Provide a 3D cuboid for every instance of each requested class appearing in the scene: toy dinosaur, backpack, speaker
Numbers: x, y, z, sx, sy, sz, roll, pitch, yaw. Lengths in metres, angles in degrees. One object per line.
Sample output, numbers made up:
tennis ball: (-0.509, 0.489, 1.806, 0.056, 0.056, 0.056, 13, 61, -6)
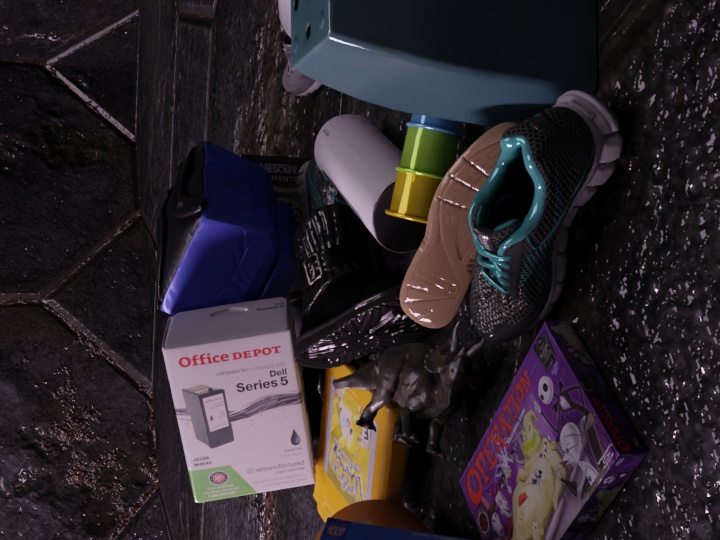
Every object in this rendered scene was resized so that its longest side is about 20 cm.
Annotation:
toy dinosaur: (0.050, 0.107, 0.783, 0.199, 0.076, 0.104, -2, 62, 60)
backpack: (-0.165, -0.043, 1.034, 0.164, 0.166, 0.201, -53, 32, 24)
speaker: (0.016, -0.097, 0.888, 0.200, 0.080, 0.083, -126, 41, -56)

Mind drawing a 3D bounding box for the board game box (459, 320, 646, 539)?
board game box: (0.137, 0.153, 0.649, 0.121, 0.032, 0.202, -107, 26, -46)

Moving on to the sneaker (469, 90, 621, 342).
sneaker: (0.106, -0.029, 0.599, 0.077, 0.090, 0.203, 39, 132, 34)

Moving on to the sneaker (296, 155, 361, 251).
sneaker: (-0.030, -0.071, 1.020, 0.091, 0.076, 0.203, -52, 45, 50)

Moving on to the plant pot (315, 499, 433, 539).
plant pot: (0.019, 0.304, 0.758, 0.183, 0.195, 0.205, -119, 33, -77)

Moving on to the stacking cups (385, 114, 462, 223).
stacking cups: (0.068, -0.144, 0.753, 0.060, 0.059, 0.204, -151, 70, -66)

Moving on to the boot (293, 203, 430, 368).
boot: (-0.002, -0.001, 0.879, 0.209, 0.079, 0.161, -24, 55, 42)

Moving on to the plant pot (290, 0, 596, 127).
plant pot: (0.052, -0.195, 0.631, 0.141, 0.196, 0.145, 176, 93, -68)

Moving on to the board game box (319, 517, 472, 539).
board game box: (0.062, 0.273, 0.616, 0.045, 0.195, 0.156, -52, -33, -77)

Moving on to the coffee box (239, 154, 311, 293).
coffee box: (-0.116, -0.052, 1.183, 0.080, 0.111, 0.204, 134, 132, -60)

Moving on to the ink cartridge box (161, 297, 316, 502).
ink cartridge box: (-0.135, 0.147, 0.965, 0.084, 0.142, 0.204, -104, 6, -68)

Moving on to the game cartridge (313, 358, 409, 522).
game cartridge: (-0.004, 0.207, 0.918, 0.176, 0.032, 0.204, -146, 60, -61)

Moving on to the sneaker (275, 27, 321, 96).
sneaker: (-0.078, -0.304, 1.123, 0.200, 0.080, 0.076, 133, 133, -60)

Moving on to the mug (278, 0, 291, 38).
mug: (-0.018, -0.332, 0.946, 0.149, 0.186, 0.154, 41, 147, 20)

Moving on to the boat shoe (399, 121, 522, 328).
boat shoe: (0.092, -0.042, 0.711, 0.065, 0.071, 0.202, -59, -7, -56)

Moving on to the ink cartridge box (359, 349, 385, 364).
ink cartridge box: (0.014, 0.130, 0.957, 0.094, 0.036, 0.205, -177, 89, -68)

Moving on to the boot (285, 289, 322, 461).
boot: (-0.066, 0.150, 1.099, 0.170, 0.075, 0.203, -107, 20, -44)
